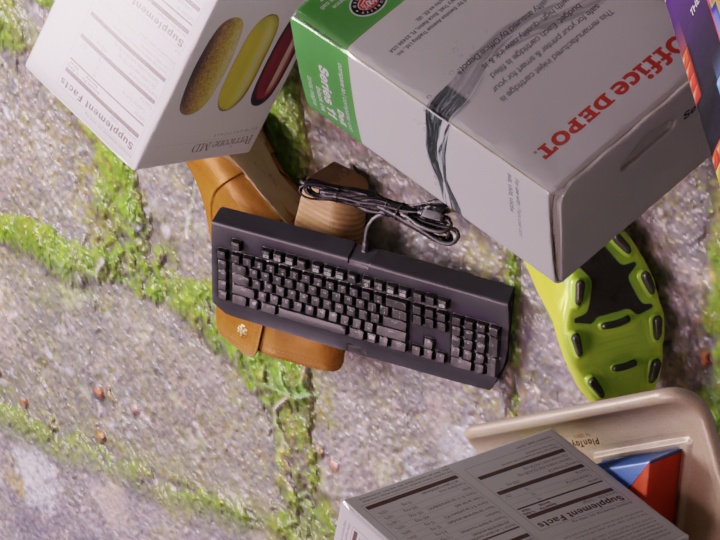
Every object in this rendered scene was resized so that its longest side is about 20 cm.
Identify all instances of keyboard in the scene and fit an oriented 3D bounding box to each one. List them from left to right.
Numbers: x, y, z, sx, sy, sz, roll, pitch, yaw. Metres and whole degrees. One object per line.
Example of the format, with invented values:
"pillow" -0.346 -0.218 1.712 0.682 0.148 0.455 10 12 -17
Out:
"keyboard" 0.000 0.000 1.831 0.200 0.021 0.127 15 123 18

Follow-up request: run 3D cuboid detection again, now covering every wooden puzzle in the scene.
"wooden puzzle" 0.141 0.170 1.636 0.185 0.046 0.200 -15 97 50

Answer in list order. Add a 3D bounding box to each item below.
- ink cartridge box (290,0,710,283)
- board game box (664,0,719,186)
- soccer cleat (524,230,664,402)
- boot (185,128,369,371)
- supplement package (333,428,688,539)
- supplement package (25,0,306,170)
"ink cartridge box" 0.084 -0.106 1.625 0.200 0.147 0.083 38 154 30
"board game box" 0.222 -0.148 1.466 0.165 0.057 0.200 -102 25 -43
"soccer cleat" 0.120 -0.013 1.726 0.200 0.065 0.084 66 171 -9
"boot" -0.083 -0.027 1.918 0.201 0.071 0.144 30 123 27
"supplement package" 0.064 0.210 1.586 0.111 0.156 0.200 39 130 37
"supplement package" -0.095 -0.174 1.792 0.110 0.114 0.200 43 122 25
